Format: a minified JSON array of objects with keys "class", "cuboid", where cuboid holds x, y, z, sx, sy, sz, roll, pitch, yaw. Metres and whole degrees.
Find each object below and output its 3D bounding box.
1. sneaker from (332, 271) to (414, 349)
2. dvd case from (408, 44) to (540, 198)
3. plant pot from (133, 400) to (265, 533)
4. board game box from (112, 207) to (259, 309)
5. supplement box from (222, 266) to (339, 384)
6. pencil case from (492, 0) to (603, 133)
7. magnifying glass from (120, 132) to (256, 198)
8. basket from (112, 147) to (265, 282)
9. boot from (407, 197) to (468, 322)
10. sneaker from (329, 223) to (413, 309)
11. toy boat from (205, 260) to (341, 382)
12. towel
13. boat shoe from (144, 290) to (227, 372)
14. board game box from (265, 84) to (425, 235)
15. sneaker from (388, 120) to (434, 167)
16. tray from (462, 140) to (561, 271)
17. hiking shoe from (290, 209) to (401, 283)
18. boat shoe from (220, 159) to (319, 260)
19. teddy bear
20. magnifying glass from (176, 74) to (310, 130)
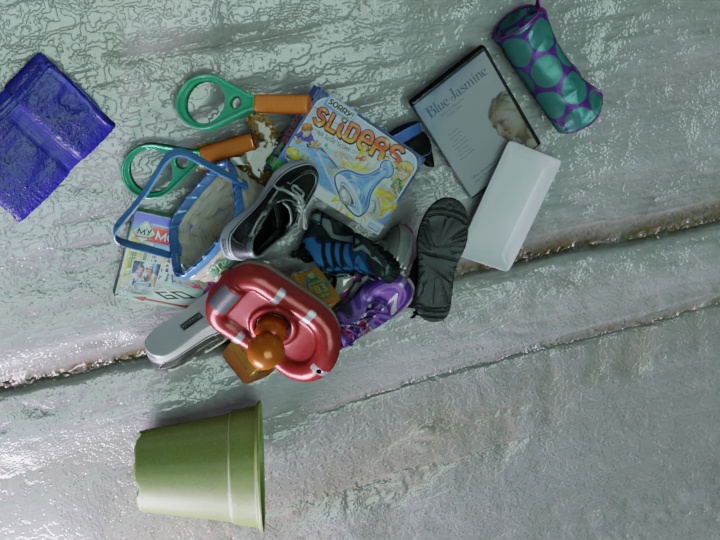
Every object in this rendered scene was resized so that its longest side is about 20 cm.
[{"class":"sneaker","cuboid":[-0.002,0.075,1.719,0.200,0.083,0.081,-38,108,19]},{"class":"dvd case","cuboid":[0.179,-0.227,1.779,0.143,0.018,0.200,-38,122,-2]},{"class":"plant pot","cuboid":[-0.243,0.300,1.758,0.190,0.200,0.200,-1,107,-2]},{"class":"board game box","cuboid":[-0.256,-0.009,1.727,0.200,0.029,0.135,12,104,-19]},{"class":"supplement box","cuboid":[-0.120,0.083,1.721,0.069,0.066,0.200,50,123,15]},{"class":"pencil case","cuboid":[0.289,-0.309,1.766,0.092,0.085,0.200,-35,114,14]},{"class":"magnifying glass","cuboid":[-0.247,-0.158,1.654,0.200,0.022,0.080,-15,102,7]},{"class":"basket","cuboid":[-0.220,-0.075,1.609,0.200,0.139,0.176,22,125,-31]},{"class":"boot","cuboid":[0.113,-0.015,1.764,0.073,0.162,0.199,7,95,-2]},{"class":"sneaker","cuboid":[0.000,0.000,1.777,0.088,0.081,0.200,41,91,-25]},{"class":"toy boat","cuboid":[-0.122,0.088,1.595,0.200,0.131,0.131,34,123,-16]},{"class":"towel","cuboid":[-0.457,-0.181,1.603,0.200,0.050,0.148,-46,112,1]},{"class":"boat shoe","cuboid":[-0.226,0.082,1.719,0.200,0.071,0.064,-29,146,-14]},{"class":"board game box","cuboid":[-0.020,-0.157,1.671,0.200,0.034,0.136,30,93,-27]},{"class":"sneaker","cuboid":[0.020,-0.150,1.743,0.200,0.070,0.078,-28,105,-8]},{"class":"tray","cuboid":[0.232,-0.102,1.835,0.107,0.022,0.200,16,106,-29]},{"class":"hiking shoe","cuboid":[-0.017,-0.014,1.710,0.074,0.200,0.087,28,93,-44]},{"class":"boat shoe","cuboid":[-0.105,-0.083,1.559,0.199,0.068,0.074,-43,124,-40]},{"class":"teddy bear","cuboid":[-0.150,-0.167,1.698,0.200,0.067,0.145,-35,104,3]},{"class":"magnifying glass","cuboid":[-0.166,-0.235,1.622,0.200,0.022,0.080,4,85,16]}]
